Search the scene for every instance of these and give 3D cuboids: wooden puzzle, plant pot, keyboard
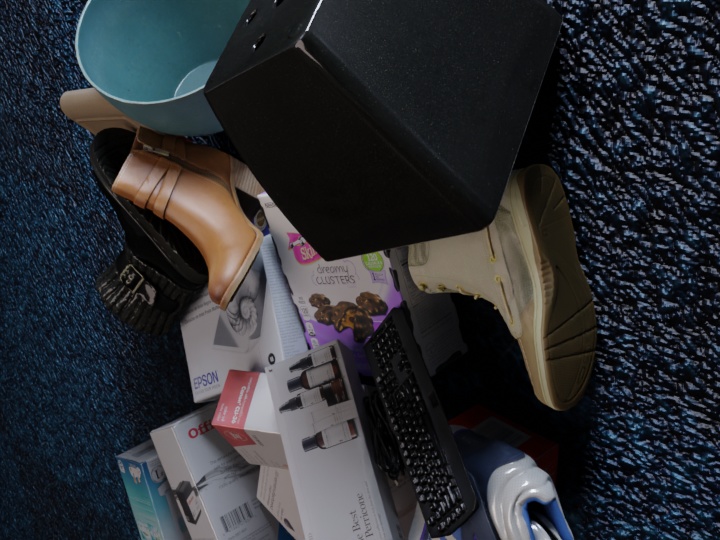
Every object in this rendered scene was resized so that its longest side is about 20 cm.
[{"bbox_3d":[-0.248,-0.150,1.090,0.200,0.038,0.184,41,162,-34],"label":"wooden puzzle"},{"bbox_3d":[-0.176,-0.220,0.956,0.200,0.200,0.135,44,171,26],"label":"plant pot"},{"bbox_3d":[0.035,0.140,0.802,0.105,0.039,0.202,-61,39,43],"label":"keyboard"},{"bbox_3d":[0.004,-0.149,0.694,0.177,0.202,0.198,38,152,-29],"label":"plant pot"}]

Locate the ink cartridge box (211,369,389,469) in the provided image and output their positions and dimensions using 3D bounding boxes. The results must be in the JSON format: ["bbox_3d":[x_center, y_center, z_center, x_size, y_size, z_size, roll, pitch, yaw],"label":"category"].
[{"bbox_3d":[-0.040,0.167,0.959,0.197,0.068,0.117,4,150,20],"label":"ink cartridge box"}]

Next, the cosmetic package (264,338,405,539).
[{"bbox_3d":[-0.026,0.174,0.854,0.082,0.051,0.202,-23,65,11],"label":"cosmetic package"}]

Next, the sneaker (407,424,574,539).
[{"bbox_3d":[0.116,0.246,0.795,0.146,0.080,0.203,23,117,48],"label":"sneaker"}]

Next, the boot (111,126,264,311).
[{"bbox_3d":[-0.178,-0.056,0.928,0.074,0.153,0.201,-53,24,35],"label":"boot"}]

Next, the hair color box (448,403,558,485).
[{"bbox_3d":[0.130,0.245,0.893,0.101,0.061,0.203,23,123,41],"label":"hair color box"}]

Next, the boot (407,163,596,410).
[{"bbox_3d":[0.117,0.018,0.794,0.154,0.072,0.203,-6,97,50],"label":"boot"}]

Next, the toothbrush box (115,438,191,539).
[{"bbox_3d":[-0.241,0.330,1.303,0.085,0.145,0.203,-3,106,50],"label":"toothbrush box"}]

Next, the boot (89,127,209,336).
[{"bbox_3d":[-0.256,-0.037,1.032,0.157,0.079,0.212,-36,88,43],"label":"boot"}]

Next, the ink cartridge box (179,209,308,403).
[{"bbox_3d":[-0.145,0.034,1.036,0.199,0.040,0.203,-24,75,47],"label":"ink cartridge box"}]

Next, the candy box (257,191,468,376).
[{"bbox_3d":[0.000,0.000,0.908,0.167,0.071,0.202,-3,110,48],"label":"candy box"}]

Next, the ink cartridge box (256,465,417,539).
[{"bbox_3d":[-0.025,0.262,1.065,0.199,0.083,0.147,37,132,33],"label":"ink cartridge box"}]

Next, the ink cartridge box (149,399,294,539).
[{"bbox_3d":[-0.162,0.268,1.180,0.083,0.144,0.202,-22,90,52],"label":"ink cartridge box"}]
